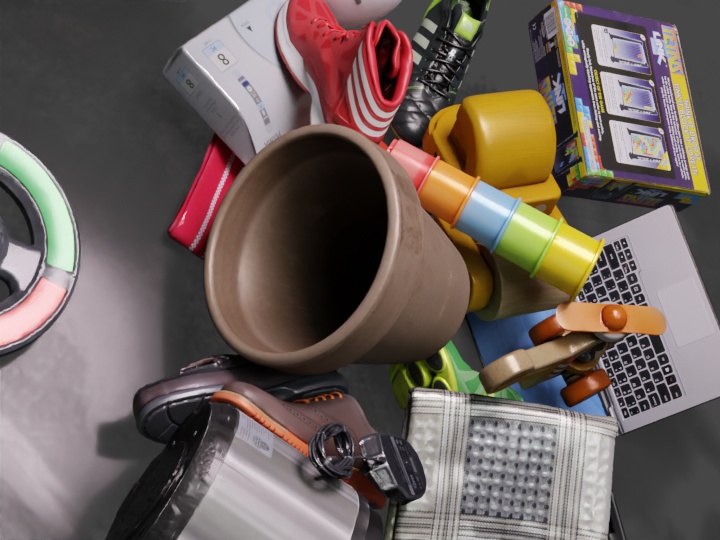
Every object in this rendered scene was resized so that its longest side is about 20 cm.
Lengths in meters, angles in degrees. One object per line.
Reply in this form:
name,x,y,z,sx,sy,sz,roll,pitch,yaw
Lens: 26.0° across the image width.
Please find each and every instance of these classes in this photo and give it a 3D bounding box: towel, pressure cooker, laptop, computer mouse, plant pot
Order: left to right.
pressure cooker,-0.077,0.217,1.159,0.199,0.179,0.177,35,53,-13
towel,-0.063,-0.036,1.376,0.199,0.022,0.145,33,57,-15
plant pot,0.000,0.000,1.283,0.174,0.199,0.202,23,56,-48
computer mouse,0.001,0.151,1.200,0.200,0.034,0.059,26,40,-63
towel,0.117,0.208,1.308,0.191,0.035,0.202,10,83,-11
laptop,0.221,0.057,1.452,0.116,0.199,0.189,8,60,-65

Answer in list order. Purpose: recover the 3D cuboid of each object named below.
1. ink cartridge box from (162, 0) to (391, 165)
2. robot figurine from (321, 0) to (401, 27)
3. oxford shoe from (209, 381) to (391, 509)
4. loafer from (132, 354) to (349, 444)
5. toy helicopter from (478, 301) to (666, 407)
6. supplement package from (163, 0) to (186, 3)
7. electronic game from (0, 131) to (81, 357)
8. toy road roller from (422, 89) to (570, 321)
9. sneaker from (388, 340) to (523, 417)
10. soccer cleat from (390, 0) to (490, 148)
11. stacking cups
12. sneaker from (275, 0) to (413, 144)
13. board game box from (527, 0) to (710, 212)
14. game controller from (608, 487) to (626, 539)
ink cartridge box,-0.057,-0.147,1.391,0.200,0.047,0.160,46,43,0
robot figurine,-0.026,-0.326,1.465,0.149,0.125,0.201,-12,76,-31
oxford shoe,-0.045,0.126,1.259,0.200,0.071,0.073,38,61,-43
loafer,-0.103,0.096,1.275,0.199,0.072,0.063,-3,48,-37
toy helicopter,0.175,0.069,1.339,0.199,0.132,0.079,-13,72,-50
supplement package,-0.230,-0.335,1.351,0.199,0.111,0.157,2,69,-31
electronic game,-0.312,-0.026,1.208,0.199,0.042,0.202,13,63,-26
toy road roller,0.126,-0.070,1.399,0.122,0.146,0.201,-10,55,-25
sneaker,0.094,0.122,1.378,0.201,0.074,0.083,58,38,-2
soccer cleat,0.078,-0.207,1.499,0.067,0.081,0.201,31,57,-16
stacking cups,0.105,-0.045,1.315,0.199,0.061,0.061,27,56,2
sneaker,-0.004,-0.191,1.340,0.078,0.116,0.201,7,48,-37
board game box,0.266,-0.168,1.612,0.164,0.057,0.202,7,65,-31
game controller,0.210,0.256,1.384,0.104,0.042,0.202,1,70,-50
